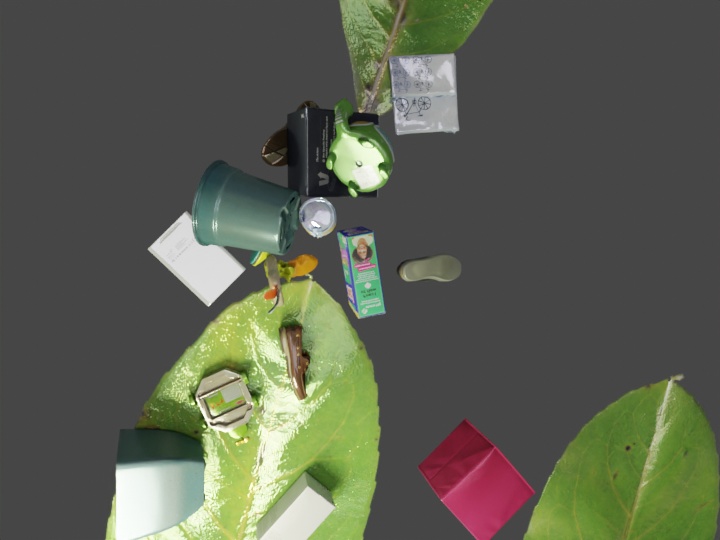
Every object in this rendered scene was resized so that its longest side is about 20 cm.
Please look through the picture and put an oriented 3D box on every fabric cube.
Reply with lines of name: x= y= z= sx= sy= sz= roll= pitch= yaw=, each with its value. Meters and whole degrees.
fabric cube: x=0.312 y=0.573 z=1.487 sx=0.199 sy=0.200 sz=0.196 roll=-43 pitch=103 yaw=-6

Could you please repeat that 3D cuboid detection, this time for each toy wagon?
toy wagon: x=-0.342 y=0.355 z=1.392 sx=0.154 sy=0.040 sz=0.202 roll=-22 pitch=103 yaw=-8

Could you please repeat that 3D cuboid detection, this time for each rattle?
rattle: x=-0.165 y=0.031 z=1.303 sx=0.141 sy=0.200 sz=0.132 roll=6 pitch=97 yaw=-13

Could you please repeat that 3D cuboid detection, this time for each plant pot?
plant pot: x=-0.249 y=-0.130 z=1.232 sx=0.194 sy=0.200 sz=0.203 roll=15 pitch=95 yaw=8
plant pot: x=-0.482 y=0.503 z=1.311 sx=0.198 sy=0.196 sz=0.198 roll=-1 pitch=98 yaw=-22

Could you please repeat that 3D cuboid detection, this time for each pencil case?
pencil case: x=-0.097 y=-0.126 z=1.298 sx=0.082 sy=0.200 sz=0.092 roll=-14 pitch=95 yaw=-1

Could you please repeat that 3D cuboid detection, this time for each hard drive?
hard drive: x=-0.401 y=-0.029 z=1.332 sx=0.132 sy=0.027 sz=0.200 roll=-45 pitch=104 yaw=-4

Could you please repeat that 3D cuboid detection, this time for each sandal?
sandal: x=-0.171 y=-0.334 z=1.331 sx=0.080 sy=0.054 sz=0.201 roll=42 pitch=72 yaw=-27

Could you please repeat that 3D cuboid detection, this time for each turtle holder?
turtle holder: x=-0.007 y=-0.271 z=1.201 sx=0.185 sy=0.132 sz=0.141 roll=34 pitch=132 yaw=-11

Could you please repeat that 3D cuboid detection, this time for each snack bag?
snack bag: x=0.166 y=-0.455 z=1.402 sx=0.186 sy=0.021 sz=0.203 roll=-6 pitch=99 yaw=-12

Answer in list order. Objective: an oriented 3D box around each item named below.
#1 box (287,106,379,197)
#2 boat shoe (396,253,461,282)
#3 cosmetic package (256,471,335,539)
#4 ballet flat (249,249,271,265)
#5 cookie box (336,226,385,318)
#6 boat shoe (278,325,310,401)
box: x=-0.066 y=-0.277 z=1.300 sx=0.198 sy=0.117 sz=0.199 roll=-4 pitch=99 yaw=-31
boat shoe: x=0.184 y=-0.005 z=1.450 sx=0.198 sy=0.062 sz=0.076 roll=-5 pitch=94 yaw=-27
cosmetic package: x=-0.175 y=0.660 z=1.448 sx=0.200 sy=0.085 sz=0.108 roll=-46 pitch=105 yaw=-4
ballet flat: x=-0.213 y=-0.100 z=1.348 sx=0.066 sy=0.067 sz=0.202 roll=18 pitch=93 yaw=-28
cookie box: x=0.000 y=0.000 z=1.352 sx=0.074 sy=0.171 sz=0.203 roll=-11 pitch=100 yaw=-8
boat shoe: x=-0.161 y=0.239 z=1.399 sx=0.067 sy=0.072 sz=0.203 roll=-13 pitch=98 yaw=-8
